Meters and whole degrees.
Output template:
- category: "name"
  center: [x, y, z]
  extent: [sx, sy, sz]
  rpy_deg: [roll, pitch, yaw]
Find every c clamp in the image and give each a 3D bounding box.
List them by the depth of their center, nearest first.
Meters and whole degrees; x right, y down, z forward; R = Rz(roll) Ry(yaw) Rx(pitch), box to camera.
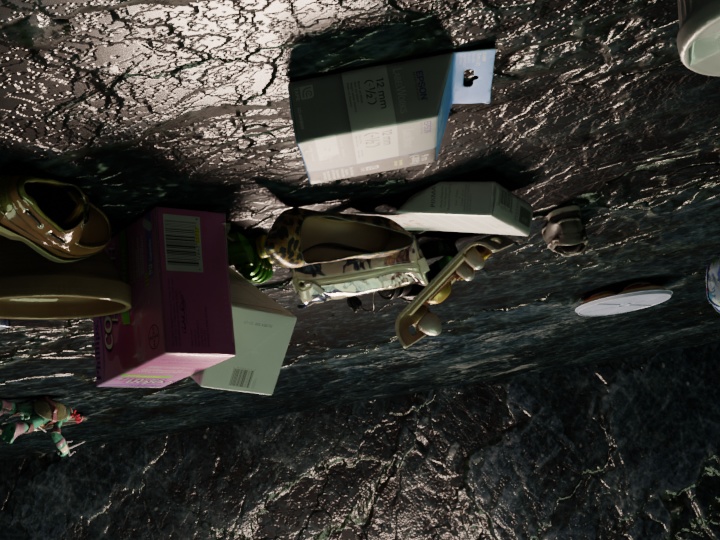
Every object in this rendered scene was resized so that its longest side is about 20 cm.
- category: "c clamp"
  center: [-0.735, 0.355, 2.992]
  extent: [0.198, 0.027, 0.171]
  rpy_deg: [-12, 167, 12]

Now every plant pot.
- category: "plant pot"
  center: [-0.366, 0.000, 1.511]
  extent: [0.198, 0.094, 0.201]
  rpy_deg: [-3, 171, -1]

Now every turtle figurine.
- category: "turtle figurine"
  center: [-0.661, 0.308, 2.692]
  extent: [0.149, 0.102, 0.199]
  rpy_deg: [32, -167, 35]

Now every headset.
- category: "headset"
  center: [0.056, 0.001, 1.980]
  extent: [0.199, 0.095, 0.123]
  rpy_deg: [-34, 159, 25]

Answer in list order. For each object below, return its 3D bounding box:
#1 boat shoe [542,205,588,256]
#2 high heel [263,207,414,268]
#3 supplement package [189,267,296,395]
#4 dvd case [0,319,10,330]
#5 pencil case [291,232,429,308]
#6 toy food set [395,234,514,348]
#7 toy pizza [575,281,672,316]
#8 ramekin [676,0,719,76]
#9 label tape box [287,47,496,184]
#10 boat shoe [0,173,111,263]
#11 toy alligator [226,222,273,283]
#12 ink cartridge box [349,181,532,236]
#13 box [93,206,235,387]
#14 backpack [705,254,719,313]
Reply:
- category: "boat shoe"
  center: [0.307, -0.046, 1.943]
  extent: [0.066, 0.058, 0.200]
  rpy_deg: [-11, 167, 8]
- category: "high heel"
  center: [-0.025, -0.039, 1.608]
  extent: [0.141, 0.072, 0.200]
  rpy_deg: [4, -171, 23]
- category: "supplement package"
  center: [-0.189, 0.068, 1.695]
  extent: [0.113, 0.111, 0.200]
  rpy_deg: [12, -168, -36]
- category: "dvd case"
  center: [-0.627, 0.084, 1.883]
  extent: [0.141, 0.018, 0.199]
  rpy_deg: [-17, 166, 26]
- category: "pencil case"
  center: [0.000, 0.000, 1.847]
  extent: [0.198, 0.079, 0.090]
  rpy_deg: [-11, -157, 7]
- category: "toy food set"
  center: [0.141, 0.028, 1.910]
  extent: [0.200, 0.060, 0.143]
  rpy_deg: [-46, 172, 17]
- category: "toy pizza"
  center: [0.530, 0.055, 2.633]
  extent: [0.198, 0.032, 0.200]
  rpy_deg: [-8, 168, -2]
- category: "ramekin"
  center: [0.343, -0.236, 1.037]
  extent: [0.200, 0.095, 0.202]
  rpy_deg: [-10, 168, -2]
- category: "label tape box"
  center: [0.036, -0.147, 1.262]
  extent: [0.197, 0.067, 0.143]
  rpy_deg: [-8, 168, 1]
- category: "boat shoe"
  center: [-0.318, -0.055, 1.377]
  extent: [0.067, 0.073, 0.200]
  rpy_deg: [-15, 167, 23]
- category: "toy alligator"
  center: [-0.151, -0.017, 1.720]
  extent: [0.059, 0.055, 0.200]
  rpy_deg: [-13, 167, 13]
- category: "ink cartridge box"
  center: [0.108, -0.082, 1.703]
  extent: [0.198, 0.058, 0.162]
  rpy_deg: [8, 176, 25]
- category: "box"
  center: [-0.246, 0.037, 1.593]
  extent: [0.096, 0.178, 0.199]
  rpy_deg: [4, 163, -34]
- category: "backpack"
  center: [0.735, 0.021, 2.399]
  extent: [0.152, 0.165, 0.200]
  rpy_deg: [5, 170, -21]
